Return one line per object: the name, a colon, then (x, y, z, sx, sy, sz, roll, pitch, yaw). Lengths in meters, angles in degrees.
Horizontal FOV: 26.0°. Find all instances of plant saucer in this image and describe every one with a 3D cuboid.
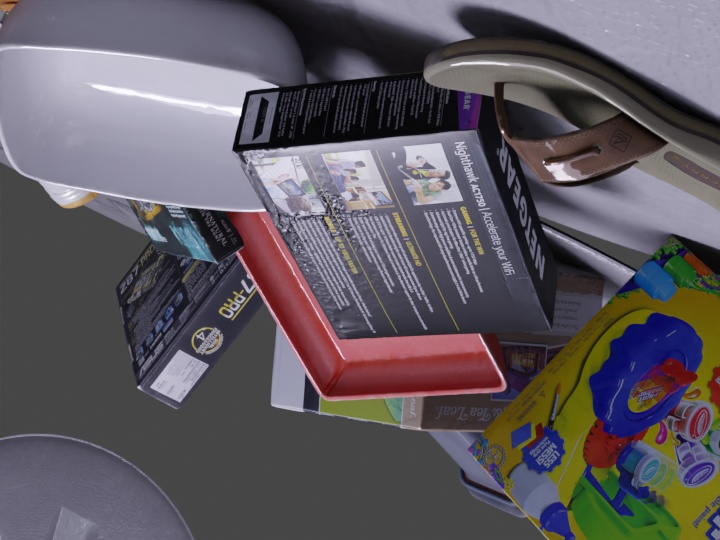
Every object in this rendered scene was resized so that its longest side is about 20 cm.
plant saucer: (0.000, 0.000, 1.115, 0.198, 0.037, 0.201, -8, 117, 47)

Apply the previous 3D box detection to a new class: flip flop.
flip flop: (0.122, -0.063, 0.795, 0.198, 0.058, 0.081, 26, 173, -4)

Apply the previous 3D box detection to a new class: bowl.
bowl: (-0.128, -0.116, 0.991, 0.198, 0.075, 0.200, 9, 158, -4)

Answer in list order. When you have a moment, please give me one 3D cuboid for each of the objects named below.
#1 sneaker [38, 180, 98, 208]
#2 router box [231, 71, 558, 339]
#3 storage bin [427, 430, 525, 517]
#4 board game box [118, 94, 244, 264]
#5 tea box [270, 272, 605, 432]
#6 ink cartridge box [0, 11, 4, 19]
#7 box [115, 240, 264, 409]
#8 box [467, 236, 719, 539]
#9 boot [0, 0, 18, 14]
sneaker: (-0.266, -0.149, 1.295, 0.201, 0.075, 0.088, 60, -175, 32)
router box: (0.027, -0.033, 0.946, 0.147, 0.051, 0.201, -3, 144, 19)
storage bin: (0.139, 0.107, 1.507, 0.134, 0.201, 0.145, 42, 165, -31)
board game box: (-0.156, -0.072, 1.182, 0.136, 0.028, 0.200, 60, 165, -13)
tea box: (0.063, 0.060, 1.283, 0.199, 0.135, 0.196, 6, 179, -41)
ink cartridge box: (-0.400, -0.241, 1.249, 0.198, 0.085, 0.145, 26, 173, 3)
box: (-0.122, -0.010, 1.285, 0.049, 0.201, 0.162, 29, -163, -31)
box: (0.217, 0.126, 1.038, 0.193, 0.200, 0.122, 46, -175, 31)
boot: (-0.221, -0.192, 0.992, 0.199, 0.077, 0.155, 21, 171, 47)
